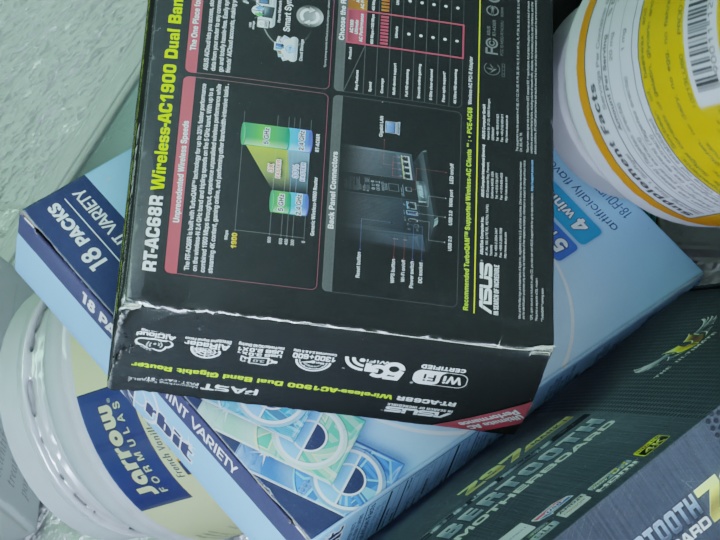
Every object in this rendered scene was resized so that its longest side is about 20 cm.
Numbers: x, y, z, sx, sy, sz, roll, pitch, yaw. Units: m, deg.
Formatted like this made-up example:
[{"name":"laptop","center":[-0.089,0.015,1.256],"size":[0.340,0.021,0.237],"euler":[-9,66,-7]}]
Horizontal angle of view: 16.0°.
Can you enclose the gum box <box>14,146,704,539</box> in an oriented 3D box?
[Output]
[{"name":"gum box","center":[0.000,0.000,0.974],"size":[0.200,0.045,0.170],"euler":[-32,69,-28]}]

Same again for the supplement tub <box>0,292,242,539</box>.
[{"name":"supplement tub","center":[-0.044,0.037,1.108],"size":[0.200,0.145,0.145],"euler":[-19,40,36]}]

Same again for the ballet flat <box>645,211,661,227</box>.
[{"name":"ballet flat","center":[0.096,0.017,1.067],"size":[0.200,0.067,0.062],"euler":[-78,15,-46]}]

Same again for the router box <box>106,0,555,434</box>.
[{"name":"router box","center":[-0.008,-0.044,0.936],"size":[0.062,0.150,0.200],"euler":[108,168,-55]}]

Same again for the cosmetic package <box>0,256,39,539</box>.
[{"name":"cosmetic package","center":[-0.284,0.074,1.322],"size":[0.200,0.165,0.165],"euler":[-30,36,24]}]

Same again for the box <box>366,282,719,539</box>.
[{"name":"box","center":[0.085,0.076,0.871],"size":[0.200,0.051,0.158],"euler":[-36,7,-15]}]

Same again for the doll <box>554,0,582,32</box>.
[{"name":"doll","center":[0.051,-0.102,1.158],"size":[0.200,0.137,0.048],"euler":[-6,4,15]}]

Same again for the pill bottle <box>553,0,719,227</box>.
[{"name":"pill bottle","center":[0.139,-0.073,0.898],"size":[0.111,0.111,0.200],"euler":[-55,14,-15]}]
